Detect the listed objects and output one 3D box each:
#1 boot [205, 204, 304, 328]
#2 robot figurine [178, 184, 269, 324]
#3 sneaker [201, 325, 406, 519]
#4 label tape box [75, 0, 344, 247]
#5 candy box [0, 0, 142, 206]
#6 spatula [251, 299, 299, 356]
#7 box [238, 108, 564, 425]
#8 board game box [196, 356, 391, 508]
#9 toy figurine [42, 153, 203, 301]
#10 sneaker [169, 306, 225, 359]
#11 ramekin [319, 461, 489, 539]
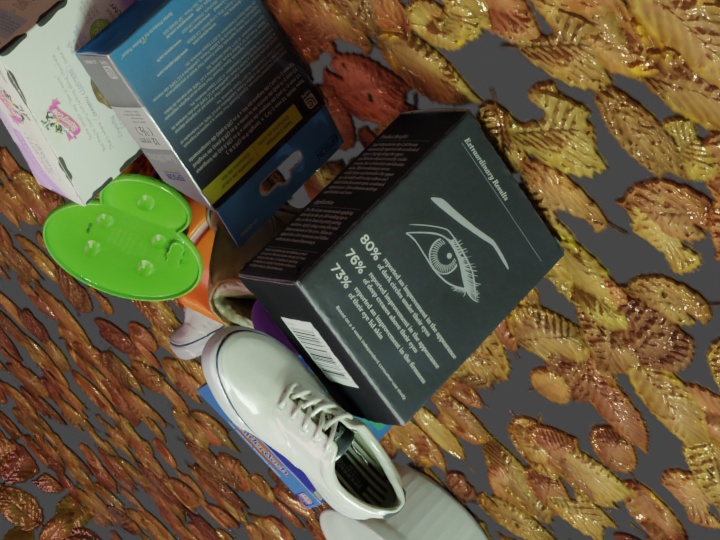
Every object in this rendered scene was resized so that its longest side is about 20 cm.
[{"bbox_3d":[-0.056,0.007,1.537,0.174,0.067,0.200,16,-159,-15],"label":"boot"},{"bbox_3d":[-0.118,-0.009,1.741,0.200,0.117,0.144,42,165,7],"label":"robot figurine"},{"bbox_3d":[-0.035,0.114,1.358,0.200,0.073,0.071,44,155,-22],"label":"sneaker"},{"bbox_3d":[-0.120,-0.142,1.476,0.066,0.143,0.201,10,140,52],"label":"label tape box"},{"bbox_3d":[-0.215,-0.184,1.498,0.071,0.200,0.168,24,150,40],"label":"candy box"},{"bbox_3d":[0.000,0.000,1.443,0.057,0.199,0.021,56,159,-1],"label":"spatula"},{"bbox_3d":[0.033,-0.006,1.371,0.148,0.200,0.104,54,158,-21],"label":"box"},{"bbox_3d":[-0.029,0.094,1.655,0.152,0.200,0.045,46,157,-5],"label":"board game box"},{"bbox_3d":[-0.188,-0.101,1.635,0.149,0.185,0.200,20,147,-10],"label":"toy figurine"},{"bbox_3d":[-0.165,0.044,1.976,0.071,0.073,0.200,57,148,-5],"label":"sneaker"},{"bbox_3d":[0.058,0.309,2.011,0.200,0.098,0.201,37,156,20],"label":"ramekin"}]
